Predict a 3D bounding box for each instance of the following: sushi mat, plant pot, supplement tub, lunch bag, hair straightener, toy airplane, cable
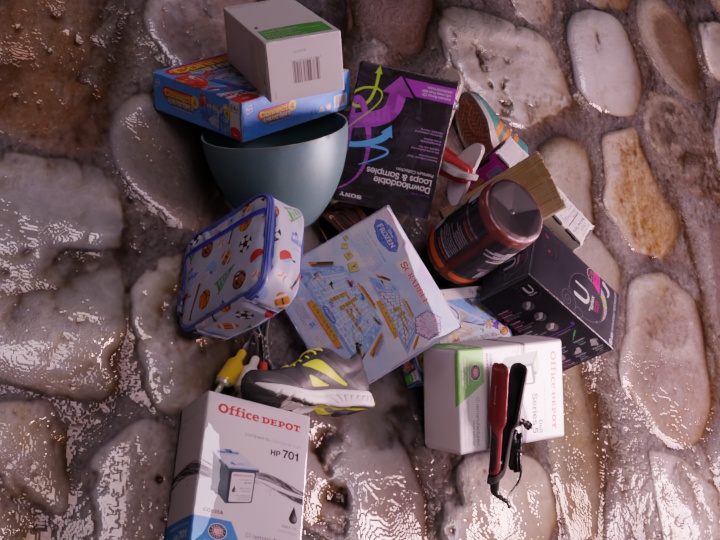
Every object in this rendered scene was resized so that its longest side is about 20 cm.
[{"bbox_3d":[0.216,-0.095,1.684,0.012,0.200,0.096,-8,71,-52],"label":"sushi mat"},{"bbox_3d":[-0.111,-0.132,1.515,0.200,0.200,0.135,-24,118,-39],"label":"plant pot"},{"bbox_3d":[0.169,-0.047,1.624,0.107,0.200,0.107,16,59,-27],"label":"supplement tub"},{"bbox_3d":[-0.157,-0.005,1.399,0.075,0.200,0.161,23,56,-38],"label":"lunch bag"},{"bbox_3d":[0.213,0.225,1.512,0.077,0.041,0.201,1,91,-33],"label":"hair straightener"},{"bbox_3d":[0.083,-0.178,1.638,0.141,0.199,0.201,14,61,-41],"label":"toy airplane"},{"bbox_3d":[-0.131,0.100,1.450,0.097,0.050,0.201,27,56,-22],"label":"cable"}]

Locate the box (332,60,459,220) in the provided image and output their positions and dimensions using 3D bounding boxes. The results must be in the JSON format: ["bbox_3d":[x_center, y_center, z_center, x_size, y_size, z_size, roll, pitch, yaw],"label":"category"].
[{"bbox_3d":[0.048,-0.182,1.552,0.142,0.036,0.201,11,101,-1],"label":"box"}]

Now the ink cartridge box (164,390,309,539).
[{"bbox_3d":[-0.147,0.264,1.334,0.146,0.086,0.201,17,60,-25],"label":"ink cartridge box"}]

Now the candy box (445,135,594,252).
[{"bbox_3d":[0.252,-0.097,1.746,0.200,0.136,0.061,47,49,-4],"label":"candy box"}]

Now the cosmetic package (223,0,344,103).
[{"bbox_3d":[-0.105,-0.297,1.470,0.107,0.085,0.200,-14,31,-18],"label":"cosmetic package"}]

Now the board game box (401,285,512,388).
[{"bbox_3d":[0.137,0.095,1.637,0.199,0.034,0.136,-5,70,-35],"label":"board game box"}]

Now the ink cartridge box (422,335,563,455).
[{"bbox_3d":[0.192,0.173,1.573,0.199,0.084,0.146,-3,92,-34],"label":"ink cartridge box"}]

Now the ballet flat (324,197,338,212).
[{"bbox_3d":[-0.060,-0.185,1.634,0.070,0.071,0.201,4,64,-31],"label":"ballet flat"}]

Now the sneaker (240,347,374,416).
[{"bbox_3d":[-0.071,0.139,1.413,0.199,0.074,0.085,13,61,-40],"label":"sneaker"}]

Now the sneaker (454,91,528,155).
[{"bbox_3d":[0.228,-0.211,1.838,0.080,0.071,0.201,-24,86,-43],"label":"sneaker"}]

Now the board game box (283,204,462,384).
[{"bbox_3d":[0.004,0.046,1.512,0.199,0.041,0.200,-30,84,-8],"label":"board game box"}]

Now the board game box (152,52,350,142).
[{"bbox_3d":[-0.151,-0.252,1.538,0.200,0.195,0.056,-26,127,-39],"label":"board game box"}]

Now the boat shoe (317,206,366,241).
[{"bbox_3d":[0.000,0.000,1.576,0.070,0.070,0.200,-11,65,-44],"label":"boat shoe"}]

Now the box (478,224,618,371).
[{"bbox_3d":[0.292,0.041,1.693,0.200,0.106,0.123,39,44,-23],"label":"box"}]
